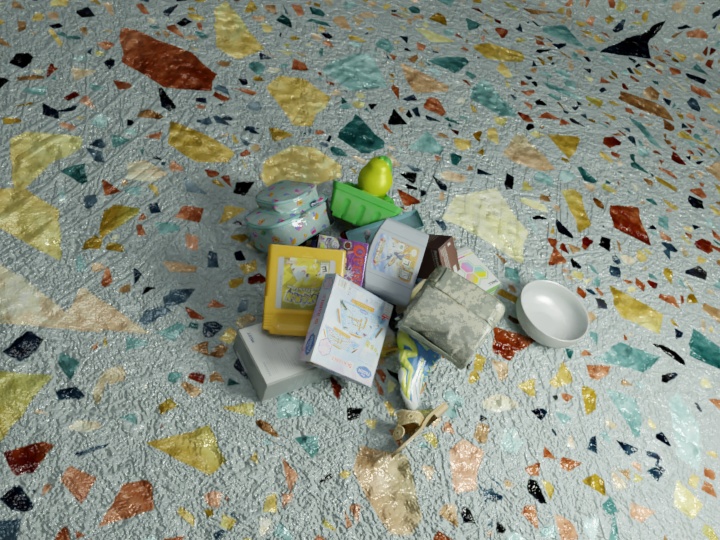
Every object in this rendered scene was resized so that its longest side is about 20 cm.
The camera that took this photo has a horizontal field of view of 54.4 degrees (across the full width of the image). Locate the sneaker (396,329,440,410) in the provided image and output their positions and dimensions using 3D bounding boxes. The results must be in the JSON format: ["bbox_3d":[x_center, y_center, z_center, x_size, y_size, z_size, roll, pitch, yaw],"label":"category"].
[{"bbox_3d":[0.142,0.222,1.629,0.105,0.076,0.200,-9,70,10],"label":"sneaker"}]

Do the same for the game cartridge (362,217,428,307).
[{"bbox_3d":[0.078,-0.025,1.679,0.133,0.042,0.200,24,67,-13],"label":"game cartridge"}]

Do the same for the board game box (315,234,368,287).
[{"bbox_3d":[-0.056,0.026,1.612,0.120,0.032,0.200,9,88,-16],"label":"board game box"}]

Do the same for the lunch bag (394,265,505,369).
[{"bbox_3d":[0.199,0.111,1.597,0.200,0.139,0.168,35,63,5],"label":"lunch bag"}]

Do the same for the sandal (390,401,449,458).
[{"bbox_3d":[0.112,0.336,1.563,0.070,0.078,0.212,49,45,13],"label":"sandal"}]

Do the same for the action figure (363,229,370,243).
[{"bbox_3d":[0.000,0.000,1.719,0.149,0.134,0.200,53,38,7],"label":"action figure"}]

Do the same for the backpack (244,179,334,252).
[{"bbox_3d":[-0.191,-0.136,1.781,0.176,0.153,0.200,16,48,41],"label":"backpack"}]

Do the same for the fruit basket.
[{"bbox_3d":[0.025,-0.214,1.892,0.215,0.216,0.156,22,4,-1],"label":"fruit basket"}]

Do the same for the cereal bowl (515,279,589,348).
[{"bbox_3d":[0.502,0.126,1.873,0.200,0.083,0.200,10,50,-12],"label":"cereal bowl"}]

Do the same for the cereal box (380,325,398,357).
[{"bbox_3d":[-0.008,0.128,1.715,0.144,0.040,0.200,-11,56,-29],"label":"cereal box"}]

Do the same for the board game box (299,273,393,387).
[{"bbox_3d":[-0.027,0.135,1.557,0.200,0.041,0.200,31,68,-40],"label":"board game box"}]

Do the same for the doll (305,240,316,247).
[{"bbox_3d":[-0.052,-0.025,1.819,0.200,0.048,0.137,23,57,-2],"label":"doll"}]

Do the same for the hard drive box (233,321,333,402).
[{"bbox_3d":[-0.163,0.185,1.588,0.200,0.077,0.156,-15,58,-30],"label":"hard drive box"}]

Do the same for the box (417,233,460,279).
[{"bbox_3d":[0.149,-0.038,1.805,0.200,0.100,0.075,6,35,40],"label":"box"}]

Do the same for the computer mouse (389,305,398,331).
[{"bbox_3d":[0.169,0.119,1.761,0.200,0.053,0.139,22,38,-12],"label":"computer mouse"}]

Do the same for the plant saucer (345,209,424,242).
[{"bbox_3d":[0.065,-0.102,1.828,0.200,0.019,0.070,-17,48,-1],"label":"plant saucer"}]

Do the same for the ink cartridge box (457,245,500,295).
[{"bbox_3d":[0.304,0.034,1.894,0.104,0.059,0.200,-22,62,-33],"label":"ink cartridge box"}]

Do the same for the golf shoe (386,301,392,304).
[{"bbox_3d":[0.067,-0.007,1.742,0.077,0.088,0.200,18,65,-21],"label":"golf shoe"}]

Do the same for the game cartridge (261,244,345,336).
[{"bbox_3d":[-0.126,0.047,1.566,0.176,0.032,0.200,4,86,-12],"label":"game cartridge"}]

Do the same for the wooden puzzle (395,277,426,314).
[{"bbox_3d":[0.211,0.100,1.736,0.200,0.037,0.185,35,44,15],"label":"wooden puzzle"}]
